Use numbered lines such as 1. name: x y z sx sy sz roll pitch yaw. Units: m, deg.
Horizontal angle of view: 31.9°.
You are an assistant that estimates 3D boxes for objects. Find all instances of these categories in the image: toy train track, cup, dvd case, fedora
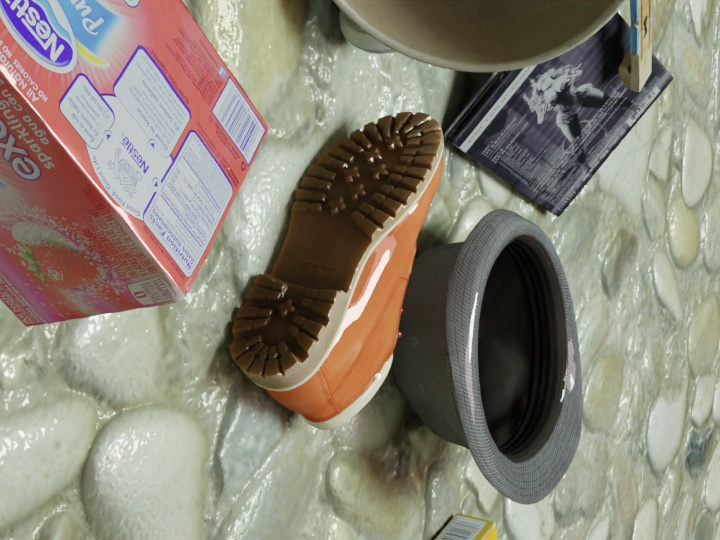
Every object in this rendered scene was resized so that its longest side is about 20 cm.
1. toy train track: 0.185 -0.205 0.881 0.115 0.032 0.201 -56 151 -25
2. cup: 0.074 -0.235 0.710 0.144 0.198 0.202 -66 146 -50
3. dvd case: 0.157 -0.127 0.966 0.149 0.016 0.199 -51 148 10
4. fedora: 0.082 0.059 0.885 0.177 0.090 0.202 -41 123 -48

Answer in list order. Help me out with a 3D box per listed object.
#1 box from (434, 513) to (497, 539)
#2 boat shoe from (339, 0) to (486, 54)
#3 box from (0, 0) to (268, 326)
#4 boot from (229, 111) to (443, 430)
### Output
1. box: 0.071 0.304 0.964 0.119 0.041 0.202 -37 128 -48
2. boat shoe: 0.072 -0.179 0.816 0.199 0.072 0.069 -35 150 -25
3. box: -0.135 -0.084 0.473 0.201 0.094 0.103 54 40 -35
4. boot: 0.000 0.000 0.774 0.201 0.075 0.107 -60 144 -18
